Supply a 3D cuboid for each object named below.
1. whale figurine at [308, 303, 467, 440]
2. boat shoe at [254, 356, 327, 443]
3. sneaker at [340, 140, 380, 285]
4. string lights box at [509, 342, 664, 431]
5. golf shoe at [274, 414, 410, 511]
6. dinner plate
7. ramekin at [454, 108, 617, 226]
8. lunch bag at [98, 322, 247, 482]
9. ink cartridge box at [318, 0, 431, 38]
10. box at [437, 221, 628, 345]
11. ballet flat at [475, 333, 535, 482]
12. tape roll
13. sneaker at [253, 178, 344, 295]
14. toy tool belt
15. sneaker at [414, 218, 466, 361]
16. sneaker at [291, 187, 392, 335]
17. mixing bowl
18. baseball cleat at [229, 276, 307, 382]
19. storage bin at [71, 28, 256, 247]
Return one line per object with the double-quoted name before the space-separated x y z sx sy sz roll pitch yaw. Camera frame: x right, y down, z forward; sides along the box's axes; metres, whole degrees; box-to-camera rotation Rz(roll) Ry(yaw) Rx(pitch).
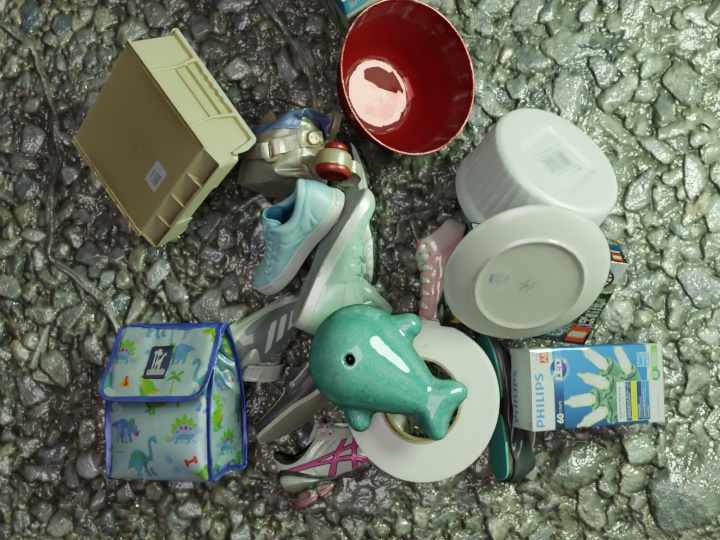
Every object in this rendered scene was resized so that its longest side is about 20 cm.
"whale figurine" 0.028 0.124 0.905 0.198 0.104 0.161 31 93 14
"boat shoe" -0.075 0.156 1.046 0.199 0.073 0.063 -42 65 -2
"sneaker" -0.017 -0.080 1.046 0.078 0.074 0.204 -3 87 8
"string lights box" 0.297 0.150 0.988 0.196 0.059 0.105 -1 87 -17
"golf shoe" -0.026 0.241 1.027 0.198 0.073 0.093 -31 86 1
"dinner plate" 0.195 0.012 0.879 0.196 0.024 0.203 -1 128 -1
"ramekin" 0.229 -0.112 0.965 0.197 0.098 0.203 14 49 -16
"lunch bag" -0.248 0.171 1.005 0.167 0.127 0.204 -2 86 18
"ink cartridge box" 0.004 -0.415 0.998 0.145 0.200 0.148 -35 85 3
"box" 0.207 0.019 0.925 0.196 0.038 0.138 8 128 -9
"ballet flat" 0.202 0.181 1.024 0.072 0.073 0.204 -8 81 3
"tape roll" 0.078 0.163 0.962 0.199 0.037 0.207 -1 84 14
"sneaker" -0.105 -0.051 1.011 0.081 0.075 0.201 25 123 -24
"toy tool belt" -0.082 -0.174 1.011 0.198 0.124 0.125 -5 73 46
"sneaker" 0.099 0.021 1.030 0.104 0.075 0.202 33 82 1
"sneaker" 0.000 0.000 0.991 0.117 0.074 0.203 22 99 -18
"mixing bowl" 0.043 -0.247 1.016 0.197 0.108 0.204 1 87 -25
"baseball cleat" -0.110 0.088 1.053 0.197 0.070 0.108 -26 99 6
"storage bin" -0.263 -0.171 1.005 0.200 0.093 0.200 -40 84 37
